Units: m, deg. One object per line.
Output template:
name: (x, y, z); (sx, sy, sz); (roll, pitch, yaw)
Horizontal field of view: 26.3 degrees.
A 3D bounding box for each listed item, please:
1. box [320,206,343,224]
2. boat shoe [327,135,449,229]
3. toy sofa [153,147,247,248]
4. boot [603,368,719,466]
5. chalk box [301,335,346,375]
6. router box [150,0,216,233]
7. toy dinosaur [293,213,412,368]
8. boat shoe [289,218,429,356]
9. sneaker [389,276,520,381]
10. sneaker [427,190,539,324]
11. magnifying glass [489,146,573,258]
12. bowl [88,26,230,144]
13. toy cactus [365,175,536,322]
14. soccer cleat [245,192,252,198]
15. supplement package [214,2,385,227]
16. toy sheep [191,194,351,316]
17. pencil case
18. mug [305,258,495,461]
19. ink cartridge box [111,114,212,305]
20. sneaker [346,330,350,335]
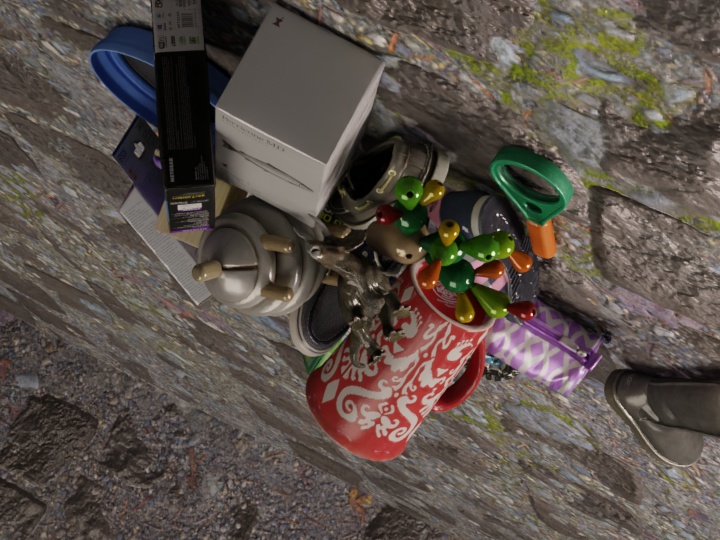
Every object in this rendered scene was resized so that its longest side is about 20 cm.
box: (-0.042, -0.042, 1.862); (0.160, 0.044, 0.200); (30, 165, 3)
boat shoe: (0.014, -0.091, 1.542); (0.060, 0.073, 0.201); (24, 161, -22)
toy sofa: (-0.179, -0.086, 1.754); (0.097, 0.083, 0.200); (24, -170, 5)
boot: (0.388, 0.171, 1.729); (0.182, 0.073, 0.199); (36, 157, -30)
chalk box: (0.002, 0.100, 2.016); (0.199, 0.124, 0.124); (32, -172, -10)
router box: (-0.168, -0.151, 1.470); (0.051, 0.201, 0.149); (-4, 166, -6)
toy dinosaur: (0.004, 0.027, 1.528); (0.200, 0.077, 0.103); (67, -179, -57)
boat shoe: (0.000, 0.000, 1.640); (0.075, 0.201, 0.093); (37, 156, -23)
sneaker: (0.104, 0.054, 1.800); (0.199, 0.090, 0.078); (25, 139, -11)
sneaker: (0.127, -0.018, 1.581); (0.082, 0.070, 0.200); (13, 150, 30)
magnifying glass: (0.167, -0.061, 1.466); (0.079, 0.022, 0.200); (24, 162, 20)
bowl: (-0.199, -0.194, 1.677); (0.200, 0.040, 0.201); (28, 165, 8)
toy cactus: (0.068, -0.015, 1.474); (0.164, 0.103, 0.200); (10, 160, 48)
soccer cleat: (-0.078, -0.093, 1.638); (0.068, 0.086, 0.200); (33, 175, -17)
supplement package: (-0.062, -0.140, 1.445); (0.116, 0.118, 0.200); (28, 164, 3)
toy sheep: (-0.095, -0.015, 1.565); (0.137, 0.139, 0.199); (19, -164, 34)
pencil case: (0.174, 0.061, 1.714); (0.199, 0.084, 0.086); (30, 174, 4)
mug: (0.057, 0.084, 1.664); (0.133, 0.200, 0.177); (46, -146, 15)
ink cartridge box: (-0.230, -0.075, 1.826); (0.200, 0.043, 0.197); (52, -167, -15)
sneaker: (-0.021, 0.015, 1.793); (0.200, 0.073, 0.114); (33, 161, -14)
